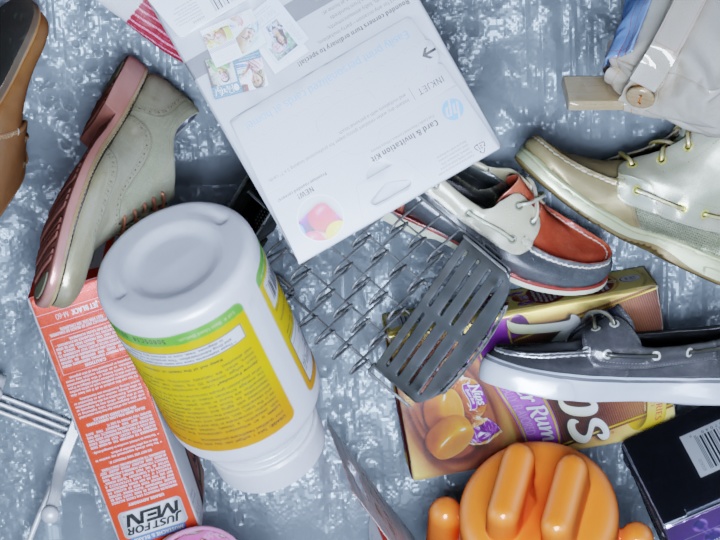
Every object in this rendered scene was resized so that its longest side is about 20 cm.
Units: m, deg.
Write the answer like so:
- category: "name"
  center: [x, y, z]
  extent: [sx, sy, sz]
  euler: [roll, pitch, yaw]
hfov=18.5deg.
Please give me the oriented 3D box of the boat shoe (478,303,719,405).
- category: "boat shoe"
  center: [0.183, 0.056, 1.554]
  extent: [0.200, 0.070, 0.066]
  euler: [4, 98, -6]

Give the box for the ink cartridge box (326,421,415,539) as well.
- category: "ink cartridge box"
  center: [0.026, 0.221, 1.599]
  extent: [0.057, 0.163, 0.200]
  euler: [-40, 106, 3]

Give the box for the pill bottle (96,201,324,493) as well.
- category: "pill bottle"
  center: [-0.093, 0.059, 1.499]
  extent: [0.111, 0.111, 0.200]
  euler: [-21, 133, 2]

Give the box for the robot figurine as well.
- category: "robot figurine"
  center: [0.131, 0.201, 1.600]
  extent: [0.144, 0.117, 0.200]
  euler: [-21, 148, -8]

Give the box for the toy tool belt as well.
- category: "toy tool belt"
  center: [0.215, -0.185, 1.503]
  extent: [0.123, 0.200, 0.125]
  euler: [9, 151, 21]

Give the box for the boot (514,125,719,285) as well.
- category: "boot"
  center: [0.224, -0.091, 1.566]
  extent: [0.200, 0.072, 0.155]
  euler: [25, 103, -15]

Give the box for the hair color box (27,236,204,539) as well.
- category: "hair color box"
  center: [-0.170, 0.084, 1.566]
  extent: [0.064, 0.111, 0.200]
  euler: [-16, 108, 2]

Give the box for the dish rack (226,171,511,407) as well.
- category: "dish rack"
  center: [0.000, 0.000, 1.535]
  extent: [0.200, 0.055, 0.153]
  euler: [39, 123, 9]

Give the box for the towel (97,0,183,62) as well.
- category: "towel"
  center: [-0.144, -0.233, 1.490]
  extent: [0.200, 0.023, 0.144]
  euler: [37, 122, -11]

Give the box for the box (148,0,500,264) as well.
- category: "box"
  center: [-0.024, -0.129, 1.453]
  extent: [0.156, 0.041, 0.200]
  euler: [-30, 95, 1]

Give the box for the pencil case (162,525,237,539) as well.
- category: "pencil case"
  center: [-0.081, 0.246, 1.586]
  extent: [0.086, 0.083, 0.200]
  euler: [-12, 152, 17]

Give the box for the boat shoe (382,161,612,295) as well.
- category: "boat shoe"
  center: [0.093, -0.044, 1.565]
  extent: [0.200, 0.071, 0.063]
  euler: [23, 123, -6]

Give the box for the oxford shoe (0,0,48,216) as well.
- category: "oxford shoe"
  center: [-0.258, -0.095, 1.538]
  extent: [0.071, 0.071, 0.200]
  euler: [16, 107, -38]

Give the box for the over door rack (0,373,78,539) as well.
- category: "over door rack"
  center: [-0.297, 0.168, 1.605]
  extent: [0.148, 0.067, 0.200]
  euler: [22, 104, -10]

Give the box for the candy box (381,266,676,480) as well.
- category: "candy box"
  center: [0.123, 0.074, 1.617]
  extent: [0.200, 0.056, 0.117]
  euler: [-11, 107, -2]

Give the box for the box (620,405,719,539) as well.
- category: "box"
  center: [0.297, 0.192, 1.614]
  extent: [0.148, 0.104, 0.200]
  euler: [-25, 125, 3]

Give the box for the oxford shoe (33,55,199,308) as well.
- category: "oxford shoe"
  center: [-0.163, -0.053, 1.497]
  extent: [0.074, 0.071, 0.200]
  euler: [27, 61, -14]
